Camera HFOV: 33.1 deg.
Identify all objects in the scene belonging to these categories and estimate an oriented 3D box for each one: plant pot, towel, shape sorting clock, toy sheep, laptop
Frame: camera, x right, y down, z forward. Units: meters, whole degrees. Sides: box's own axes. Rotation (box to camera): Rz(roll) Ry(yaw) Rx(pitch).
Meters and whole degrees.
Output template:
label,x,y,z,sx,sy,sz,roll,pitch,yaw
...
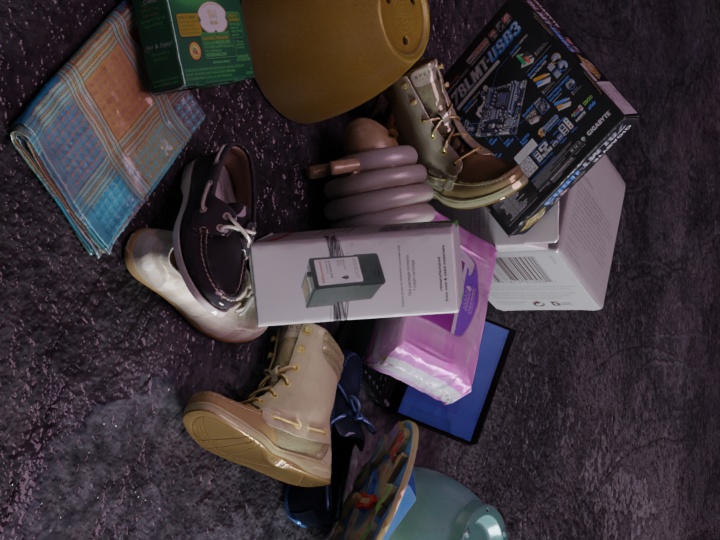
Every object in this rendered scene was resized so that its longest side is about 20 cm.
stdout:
label,x,y,z,sx,sy,sz,roll,pitch,yaw
plant pot,0.089,0.328,1.417,0.200,0.133,0.202,5,83,-55
towel,-0.218,-0.131,1.082,0.147,0.022,0.201,61,42,-35
shape sorting clock,0.007,0.248,1.279,0.039,0.200,0.201,32,55,-8
toy sheep,0.019,-0.069,1.340,0.138,0.137,0.202,-16,99,-55
plant pot,-0.011,-0.264,1.288,0.199,0.141,0.202,5,84,-55
laptop,0.082,0.080,1.445,0.200,0.103,0.178,56,45,-38

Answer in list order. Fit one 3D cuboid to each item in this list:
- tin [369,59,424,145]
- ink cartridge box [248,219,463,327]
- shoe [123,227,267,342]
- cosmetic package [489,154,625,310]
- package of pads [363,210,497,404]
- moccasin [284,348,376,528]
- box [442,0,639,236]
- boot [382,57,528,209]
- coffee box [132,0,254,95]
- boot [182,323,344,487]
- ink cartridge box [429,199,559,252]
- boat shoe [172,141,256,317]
label,x,y,z,sx,sy,sz,roll,pitch,yaw
tin,0.055,-0.167,1.476,0.112,0.042,0.201,51,49,-36
ink cartridge box,0.000,0.000,1.211,0.146,0.198,0.085,-39,125,-81
shoe,-0.143,0.019,1.158,0.200,0.053,0.070,36,59,-49
cosmetic package,0.241,-0.070,1.633,0.165,0.164,0.201,44,55,-46
package of pads,0.083,0.041,1.405,0.120,0.076,0.201,29,57,-24
moccasin,-0.021,0.184,1.317,0.080,0.068,0.202,35,60,-50
box,0.184,-0.178,1.392,0.050,0.200,0.199,-8,56,-54
boot,0.096,-0.155,1.344,0.072,0.200,0.156,-28,113,-24
coffee box,-0.165,-0.270,1.130,0.123,0.044,0.202,-25,105,-59
boot,-0.090,0.117,1.218,0.200,0.072,0.157,33,57,-42
ink cartridge box,0.167,-0.082,1.491,0.068,0.199,0.116,9,82,-55
boat shoe,-0.125,-0.043,1.109,0.074,0.060,0.201,44,25,-33
